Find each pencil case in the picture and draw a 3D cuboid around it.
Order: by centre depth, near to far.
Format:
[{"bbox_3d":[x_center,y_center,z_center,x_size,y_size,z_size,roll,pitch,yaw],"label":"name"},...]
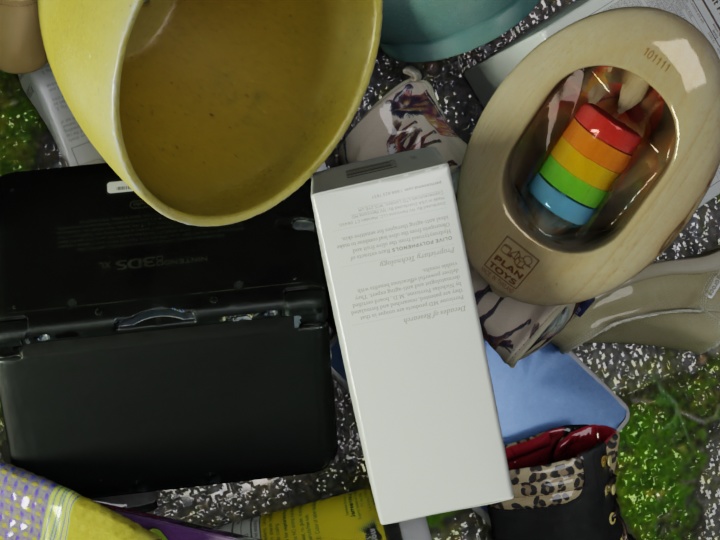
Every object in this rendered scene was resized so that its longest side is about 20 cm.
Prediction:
[{"bbox_3d":[0.069,-0.038,1.021,0.089,0.078,0.200,-41,79,6],"label":"pencil case"}]

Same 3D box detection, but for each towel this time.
[{"bbox_3d":[-0.207,0.191,0.918,0.200,0.023,0.144,21,95,28],"label":"towel"}]

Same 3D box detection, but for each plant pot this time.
[{"bbox_3d":[-0.107,-0.145,0.904,0.200,0.142,0.201,-30,135,-36],"label":"plant pot"},{"bbox_3d":[0.044,-0.221,1.005,0.200,0.200,0.134,-36,122,-13],"label":"plant pot"}]

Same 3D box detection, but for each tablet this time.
[{"bbox_3d":[0.081,0.080,1.078,0.200,0.014,0.130,44,78,-8],"label":"tablet"}]

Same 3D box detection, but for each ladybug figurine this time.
[{"bbox_3d":[0.136,-0.067,0.923,0.136,0.072,0.200,38,112,2],"label":"ladybug figurine"}]

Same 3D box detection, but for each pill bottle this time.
[{"bbox_3d":[-0.048,0.209,0.978,0.199,0.112,0.113,-15,91,0],"label":"pill bottle"}]

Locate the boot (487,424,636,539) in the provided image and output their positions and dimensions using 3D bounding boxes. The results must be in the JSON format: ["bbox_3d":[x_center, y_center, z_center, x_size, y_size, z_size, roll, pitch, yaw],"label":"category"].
[{"bbox_3d":[0.174,0.180,1.057,0.199,0.073,0.151,-12,102,-8],"label":"boot"}]

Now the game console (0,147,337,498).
[{"bbox_3d":[-0.122,0.032,0.959,0.199,0.117,0.176,-6,59,-5],"label":"game console"}]

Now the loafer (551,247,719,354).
[{"bbox_3d":[0.221,0.027,1.082,0.199,0.076,0.068,-16,80,-15],"label":"loafer"}]

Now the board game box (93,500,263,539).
[{"bbox_3d":[-0.101,0.210,0.911,0.199,0.032,0.120,11,86,16],"label":"board game box"}]

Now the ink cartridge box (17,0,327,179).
[{"bbox_3d":[-0.133,-0.128,1.008,0.162,0.057,0.201,-22,95,-15],"label":"ink cartridge box"}]

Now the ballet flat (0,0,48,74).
[{"bbox_3d":[-0.210,-0.220,0.944,0.068,0.063,0.201,0,72,-8],"label":"ballet flat"}]

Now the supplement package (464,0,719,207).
[{"bbox_3d":[0.209,-0.132,1.049,0.200,0.152,0.151,-33,96,-14],"label":"supplement package"}]

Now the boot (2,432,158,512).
[{"bbox_3d":[-0.134,0.092,1.001,0.199,0.070,0.132,0,90,-3],"label":"boot"}]

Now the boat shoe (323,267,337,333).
[{"bbox_3d":[0.002,-0.002,1.024,0.202,0.075,0.075,39,65,-2],"label":"boat shoe"}]

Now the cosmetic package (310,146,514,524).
[{"bbox_3d":[0.028,0.036,0.926,0.085,0.108,0.201,-13,101,1],"label":"cosmetic package"}]
